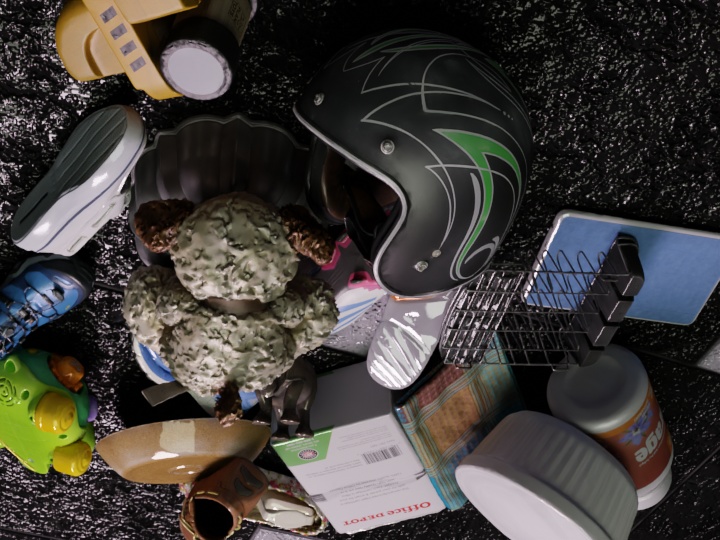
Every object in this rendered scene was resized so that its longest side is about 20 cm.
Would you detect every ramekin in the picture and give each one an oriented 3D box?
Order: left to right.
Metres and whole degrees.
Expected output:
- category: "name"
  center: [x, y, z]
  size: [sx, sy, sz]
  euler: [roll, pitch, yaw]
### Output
- category: "ramekin"
  center: [0.209, 0.239, 1.165]
  size: [0.201, 0.095, 0.203]
  euler: [34, 159, 15]

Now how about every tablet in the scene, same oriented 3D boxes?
- category: "tablet"
  center: [0.274, -0.001, 1.098]
  size: [0.196, 0.014, 0.131]
  euler: [7, 133, -11]

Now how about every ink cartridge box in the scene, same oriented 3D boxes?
- category: "ink cartridge box"
  center: [0.002, 0.206, 1.237]
  size: [0.144, 0.085, 0.201]
  euler: [-16, 134, 14]

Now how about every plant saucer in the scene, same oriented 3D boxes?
- category: "plant saucer"
  center: [-0.197, 0.208, 1.209]
  size: [0.196, 0.036, 0.201]
  euler: [-7, 160, -2]

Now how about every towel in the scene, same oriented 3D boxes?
- category: "towel"
  center: [0.122, 0.167, 1.198]
  size: [0.146, 0.022, 0.201]
  euler: [-40, 134, -15]

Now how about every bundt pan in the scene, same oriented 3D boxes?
- category: "bundt pan"
  center: [-0.123, -0.042, 0.997]
  size: [0.198, 0.077, 0.204]
  euler: [-1, 135, -1]

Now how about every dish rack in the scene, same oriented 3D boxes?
- category: "dish rack"
  center: [0.173, 0.037, 1.061]
  size: [0.196, 0.055, 0.155]
  euler: [1, 134, -19]

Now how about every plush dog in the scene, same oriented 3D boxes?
- category: "plush dog"
  center: [-0.110, 0.016, 0.904]
  size: [0.196, 0.161, 0.174]
  euler: [3, 120, -4]

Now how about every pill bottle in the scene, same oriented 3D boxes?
- category: "pill bottle"
  center: [0.288, 0.182, 1.209]
  size: [0.111, 0.113, 0.201]
  euler: [-19, 133, 15]

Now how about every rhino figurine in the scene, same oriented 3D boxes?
- category: "rhino figurine"
  center: [-0.081, 0.110, 1.076]
  size: [0.059, 0.089, 0.200]
  euler: [1, 161, 7]

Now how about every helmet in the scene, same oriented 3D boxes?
- category: "helmet"
  center: [0.043, -0.098, 0.871]
  size: [0.196, 0.201, 0.193]
  euler: [0, 123, -3]

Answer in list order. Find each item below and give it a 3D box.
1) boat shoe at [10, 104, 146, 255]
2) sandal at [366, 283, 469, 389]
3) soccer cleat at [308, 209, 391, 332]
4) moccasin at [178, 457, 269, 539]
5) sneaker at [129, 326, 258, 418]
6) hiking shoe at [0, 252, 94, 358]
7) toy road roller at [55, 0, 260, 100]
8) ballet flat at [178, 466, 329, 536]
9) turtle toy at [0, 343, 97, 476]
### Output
- category: "boat shoe"
  center: [-0.240, -0.079, 0.971]
  size: [0.066, 0.075, 0.199]
  euler: [19, 142, -40]
- category: "sandal"
  center: [0.063, 0.024, 1.080]
  size: [0.078, 0.059, 0.208]
  euler: [28, 118, -2]
- category: "soccer cleat"
  center: [0.000, 0.000, 1.051]
  size: [0.199, 0.071, 0.086]
  euler: [-38, 165, 35]
- category: "moccasin"
  center: [-0.165, 0.278, 1.214]
  size: [0.074, 0.078, 0.201]
  euler: [45, 144, -5]
- category: "sneaker"
  center: [-0.164, 0.083, 1.127]
  size: [0.089, 0.079, 0.200]
  euler: [-33, 136, 17]
- category: "hiking shoe"
  center: [-0.346, 0.051, 1.068]
  size: [0.198, 0.088, 0.075]
  euler: [-25, 131, 20]
- category: "toy road roller"
  center: [-0.170, -0.219, 0.794]
  size: [0.144, 0.124, 0.201]
  euler: [-7, 136, 20]
- category: "ballet flat"
  center: [-0.125, 0.276, 1.302]
  size: [0.196, 0.064, 0.077]
  euler: [10, 109, -5]
- category: "turtle toy"
  center: [-0.342, 0.151, 1.155]
  size: [0.143, 0.102, 0.202]
  euler: [14, 140, 16]
